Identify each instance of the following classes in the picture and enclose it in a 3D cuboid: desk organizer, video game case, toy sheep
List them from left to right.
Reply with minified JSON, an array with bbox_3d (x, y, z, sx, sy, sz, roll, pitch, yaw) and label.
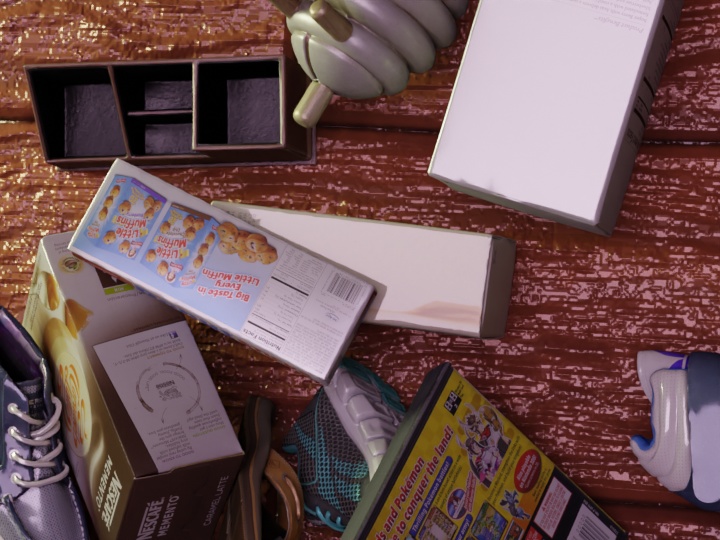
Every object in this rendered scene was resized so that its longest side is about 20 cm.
[{"bbox_3d":[-0.137,-0.112,1.500,0.199,0.077,0.072,-1,86,13],"label":"desk organizer"},{"bbox_3d":[0.007,-0.188,1.442,0.138,0.138,0.200,35,88,13],"label":"toy sheep"},{"bbox_3d":[0.077,0.187,1.355,0.181,0.200,0.025,44,136,-14],"label":"video game case"}]

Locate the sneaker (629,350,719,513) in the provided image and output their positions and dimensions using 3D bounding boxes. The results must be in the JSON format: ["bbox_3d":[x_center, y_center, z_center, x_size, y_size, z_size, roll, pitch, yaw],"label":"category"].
[{"bbox_3d":[0.260,0.064,1.393,0.146,0.081,0.201,24,98,9],"label":"sneaker"}]

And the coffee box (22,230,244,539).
[{"bbox_3d":[-0.160,0.081,1.435,0.079,0.115,0.201,-11,56,-25],"label":"coffee box"}]

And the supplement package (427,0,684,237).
[{"bbox_3d":[0.137,-0.137,1.414,0.121,0.120,0.201,18,91,12],"label":"supplement package"}]

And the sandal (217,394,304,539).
[{"bbox_3d":[-0.064,0.160,1.424,0.054,0.200,0.081,13,124,-6],"label":"sandal"}]

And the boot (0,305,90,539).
[{"bbox_3d":[-0.230,0.124,1.432,0.200,0.073,0.090,54,133,22],"label":"boot"}]

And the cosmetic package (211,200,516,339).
[{"bbox_3d":[0.000,0.000,1.448,0.199,0.105,0.072,7,90,15],"label":"cosmetic package"}]

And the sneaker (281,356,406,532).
[{"bbox_3d":[0.002,0.152,1.426,0.091,0.077,0.200,-47,36,18],"label":"sneaker"}]

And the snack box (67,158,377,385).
[{"bbox_3d":[-0.093,0.000,1.397,0.199,0.024,0.072,27,82,12],"label":"snack box"}]
